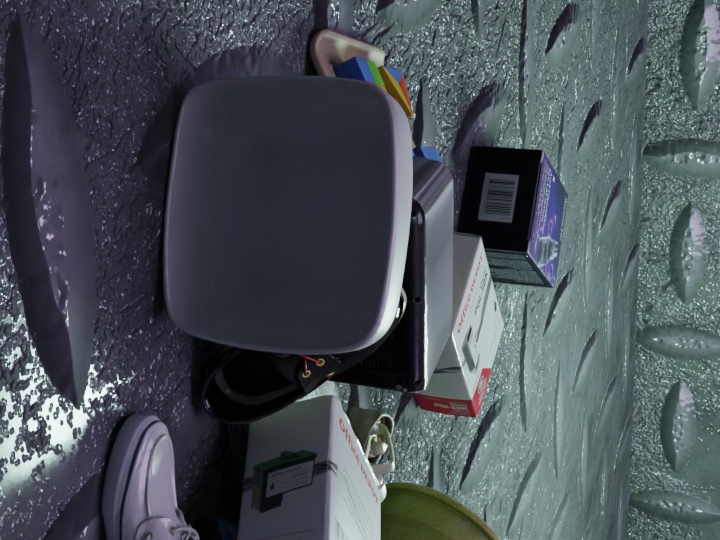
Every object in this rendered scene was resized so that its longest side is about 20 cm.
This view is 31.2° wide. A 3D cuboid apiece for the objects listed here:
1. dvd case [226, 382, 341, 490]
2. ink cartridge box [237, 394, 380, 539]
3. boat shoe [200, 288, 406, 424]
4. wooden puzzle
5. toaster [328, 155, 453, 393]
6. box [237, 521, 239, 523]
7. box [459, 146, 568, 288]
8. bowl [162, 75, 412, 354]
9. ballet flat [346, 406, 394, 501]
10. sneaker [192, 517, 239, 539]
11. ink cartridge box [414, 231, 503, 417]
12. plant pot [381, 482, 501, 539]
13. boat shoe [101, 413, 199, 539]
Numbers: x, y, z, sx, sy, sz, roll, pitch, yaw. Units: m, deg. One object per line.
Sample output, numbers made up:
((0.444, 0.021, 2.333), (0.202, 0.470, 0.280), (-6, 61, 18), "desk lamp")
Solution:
((-0.067, 0.142, 1.210), (0.200, 0.016, 0.150), (-49, 131, -59), "dvd case")
((-0.040, 0.229, 1.084), (0.201, 0.083, 0.147), (-89, 162, -50), "ink cartridge box")
((-0.046, 0.066, 1.035), (0.074, 0.200, 0.063), (52, 31, -15), "boat shoe")
((0.030, -0.137, 1.276), (0.185, 0.046, 0.202), (-6, 76, -69), "wooden puzzle")
((-0.019, -0.011, 1.098), (0.119, 0.179, 0.202), (-51, 143, -60), "toaster")
((-0.076, 0.292, 1.246), (0.200, 0.021, 0.166), (-25, 119, -66), "box")
((0.217, -0.072, 1.806), (0.200, 0.103, 0.150), (35, 63, -66), "box")
((-0.047, -0.040, 0.967), (0.074, 0.198, 0.203), (6, 89, -61), "bowl")
((0.001, 0.207, 1.315), (0.201, 0.063, 0.068), (-74, 165, -58), "ballet flat")
((-0.137, 0.293, 1.034), (0.089, 0.078, 0.202), (51, 40, -52), "sneaker")
((0.110, 0.067, 1.591), (0.201, 0.082, 0.148), (68, 35, -53), "ink cartridge box")
((0.043, 0.367, 1.392), (0.184, 0.199, 0.202), (-49, 142, -38), "plant pot")
((-0.149, 0.210, 0.965), (0.073, 0.066, 0.203), (-14, 109, -68), "boat shoe")
